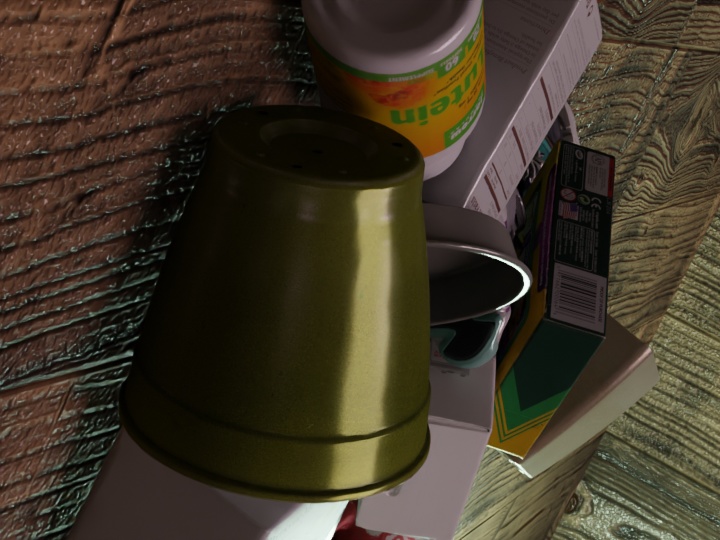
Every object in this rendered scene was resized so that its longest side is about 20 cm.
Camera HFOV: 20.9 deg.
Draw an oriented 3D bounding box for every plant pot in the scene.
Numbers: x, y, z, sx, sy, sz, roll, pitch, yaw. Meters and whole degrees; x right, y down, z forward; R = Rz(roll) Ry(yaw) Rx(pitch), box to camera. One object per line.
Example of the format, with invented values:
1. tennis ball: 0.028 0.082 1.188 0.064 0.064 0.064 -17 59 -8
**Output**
1. plant pot: -0.038 0.008 1.198 0.200 0.200 0.193 -35 140 -58
2. plant pot: 0.178 0.104 2.048 0.177 0.200 0.200 -49 164 -3

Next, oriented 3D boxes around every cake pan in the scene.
1. cake pan: 0.020 -0.003 1.373 0.200 0.200 0.037 65 21 -71

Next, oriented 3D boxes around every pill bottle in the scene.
1. pill bottle: 0.025 -0.135 1.259 0.111 0.111 0.200 -57 164 -17

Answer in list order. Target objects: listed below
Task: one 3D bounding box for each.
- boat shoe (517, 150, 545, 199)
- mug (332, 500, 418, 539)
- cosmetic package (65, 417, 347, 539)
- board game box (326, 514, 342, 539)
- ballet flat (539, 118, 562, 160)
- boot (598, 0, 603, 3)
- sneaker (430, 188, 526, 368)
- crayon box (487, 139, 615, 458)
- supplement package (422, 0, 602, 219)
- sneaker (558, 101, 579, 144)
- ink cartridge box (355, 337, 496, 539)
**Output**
1. boat shoe: 0.128 -0.091 1.682 0.093 0.075 0.200 -20 159 -15
2. mug: -0.005 0.290 1.880 0.200 0.133 0.177 -69 165 13
3. cosmetic package: -0.100 0.170 1.326 0.199 0.123 0.200 -36 157 -58
4. board game box: -0.091 0.217 1.512 0.200 0.105 0.103 -66 165 20
5. ballet flat: 0.135 -0.150 1.692 0.073 0.073 0.200 -60 158 -6
6. boot: 0.208 -0.258 1.702 0.074 0.075 0.200 -64 166 3
7. sneaker: 0.098 -0.017 1.528 0.140 0.078 0.200 22 63 -65
8. crayon box: 0.149 0.023 1.604 0.173 0.058 0.200 115 -11 -47
9. supplement package: 0.077 -0.131 1.420 0.200 0.117 0.117 -59 164 -6
10. sneaker: 0.185 -0.073 1.825 0.080 0.076 0.200 -12 97 -79
11. ink cartridge box: 0.055 0.096 1.562 0.200 0.083 0.147 -83 -174 -47
